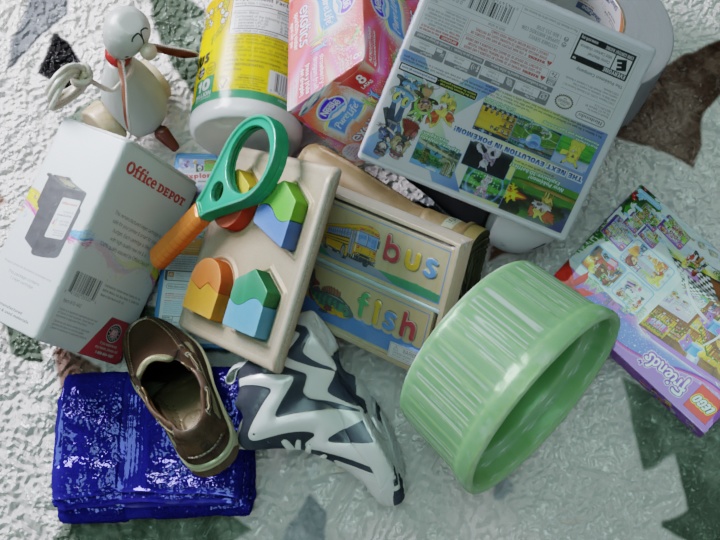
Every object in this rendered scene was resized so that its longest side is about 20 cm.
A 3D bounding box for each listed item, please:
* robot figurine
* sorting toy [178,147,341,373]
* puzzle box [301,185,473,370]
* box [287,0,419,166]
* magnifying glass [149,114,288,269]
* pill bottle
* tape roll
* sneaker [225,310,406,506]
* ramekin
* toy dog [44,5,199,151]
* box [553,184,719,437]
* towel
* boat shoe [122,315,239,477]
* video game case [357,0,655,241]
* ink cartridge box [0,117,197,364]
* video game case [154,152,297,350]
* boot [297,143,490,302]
[{"bbox_3d":[0.118,-0.105,1.081,0.200,0.151,0.125,39,43,16],"label":"robot figurine"},{"bbox_3d":[-0.103,-0.018,1.043,0.200,0.036,0.186,18,91,54],"label":"sorting toy"},{"bbox_3d":[0.000,0.000,1.048,0.199,0.025,0.134,23,111,28],"label":"puzzle box"},{"bbox_3d":[-0.003,-0.215,1.070,0.094,0.102,0.201,-29,43,31],"label":"box"},{"bbox_3d":[-0.135,-0.068,1.058,0.200,0.022,0.080,-43,49,32],"label":"magnifying glass"},{"bbox_3d":[-0.105,-0.219,1.142,0.112,0.113,0.201,2,70,9],"label":"pill bottle"},{"bbox_3d":[0.185,-0.219,1.058,0.199,0.066,0.201,7,55,-9],"label":"tape roll"},{"bbox_3d":[-0.051,0.150,1.056,0.129,0.080,0.200,-29,106,13],"label":"sneaker"},{"bbox_3d":[0.126,0.088,0.997,0.098,0.200,0.200,40,85,23],"label":"ramekin"},{"bbox_3d":[-0.214,-0.172,1.115,0.096,0.200,0.132,40,90,2],"label":"toy dog"},{"bbox_3d":[0.288,0.036,1.062,0.137,0.039,0.200,-45,74,-4],"label":"box"},{"bbox_3d":[-0.201,0.167,1.101,0.199,0.050,0.149,-4,77,8],"label":"towel"},{"bbox_3d":[-0.174,0.097,1.046,0.075,0.075,0.202,-37,46,-8],"label":"boat shoe"},{"bbox_3d":[0.122,-0.143,0.971,0.199,0.022,0.183,21,108,-5],"label":"video game case"},{"bbox_3d":[-0.258,-0.025,1.097,0.082,0.146,0.201,21,84,24],"label":"ink cartridge box"},{"bbox_3d":[-0.130,-0.019,1.152,0.142,0.018,0.201,3,77,10],"label":"video game case"},{"bbox_3d":[0.017,-0.008,1.091,0.199,0.066,0.176,26,115,25],"label":"boot"}]
